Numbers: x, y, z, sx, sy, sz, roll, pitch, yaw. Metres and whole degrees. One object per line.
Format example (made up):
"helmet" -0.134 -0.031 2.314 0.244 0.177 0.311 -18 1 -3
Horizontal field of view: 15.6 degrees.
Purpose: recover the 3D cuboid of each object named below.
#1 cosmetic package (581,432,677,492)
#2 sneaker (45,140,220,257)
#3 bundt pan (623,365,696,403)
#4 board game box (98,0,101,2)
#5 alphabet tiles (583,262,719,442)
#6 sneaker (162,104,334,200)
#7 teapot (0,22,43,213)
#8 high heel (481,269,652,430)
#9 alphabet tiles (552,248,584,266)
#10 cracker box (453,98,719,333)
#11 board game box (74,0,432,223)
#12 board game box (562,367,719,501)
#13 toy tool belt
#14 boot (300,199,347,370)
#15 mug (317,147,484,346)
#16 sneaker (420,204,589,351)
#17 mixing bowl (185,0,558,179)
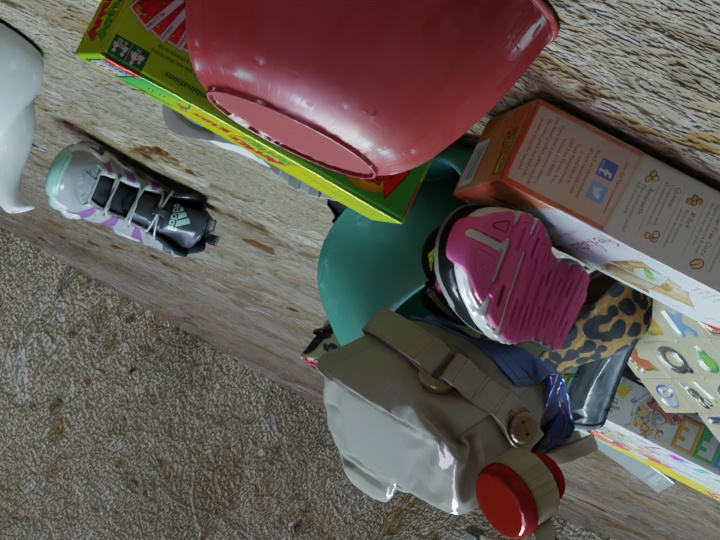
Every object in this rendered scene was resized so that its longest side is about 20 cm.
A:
"cosmetic package" 0.182 0.083 2.049 0.200 0.090 0.107 38 173 7
"sneaker" -0.202 -0.062 2.519 0.140 0.078 0.200 20 180 29
"bundt pan" 0.273 0.084 1.875 0.202 0.076 0.202 26 173 3
"board game box" -0.104 -0.166 1.532 0.200 0.040 0.153 29 172 -27
"alphabet tiles" 0.218 0.044 1.712 0.200 0.006 0.166 51 153 -21
"sneaker" -0.038 -0.095 1.751 0.200 0.077 0.080 26 -174 35
"teapot" -0.369 -0.150 2.145 0.200 0.146 0.197 20 171 42
"high heel" 0.086 0.044 1.688 0.200 0.143 0.071 -1 -137 -19
"alphabet tiles" 0.087 -0.036 1.940 0.200 0.008 0.167 23 172 26
"cracker box" 0.164 -0.027 1.537 0.200 0.058 0.134 26 174 -7
"board game box" -0.044 -0.116 1.443 0.200 0.102 0.048 29 173 -22
"board game box" 0.235 0.128 1.881 0.200 0.034 0.134 27 172 -8
"toy tool belt" 0.076 0.084 1.562 0.200 0.123 0.125 24 133 47
"boot" 0.000 0.000 1.865 0.200 0.151 0.073 30 172 -29
"mug" 0.058 -0.007 1.761 0.152 0.185 0.115 20 -148 -45
"sneaker" 0.068 0.000 1.540 0.087 0.074 0.200 18 177 21
"mixing bowl" -0.012 -0.115 1.321 0.200 0.109 0.200 25 172 4
